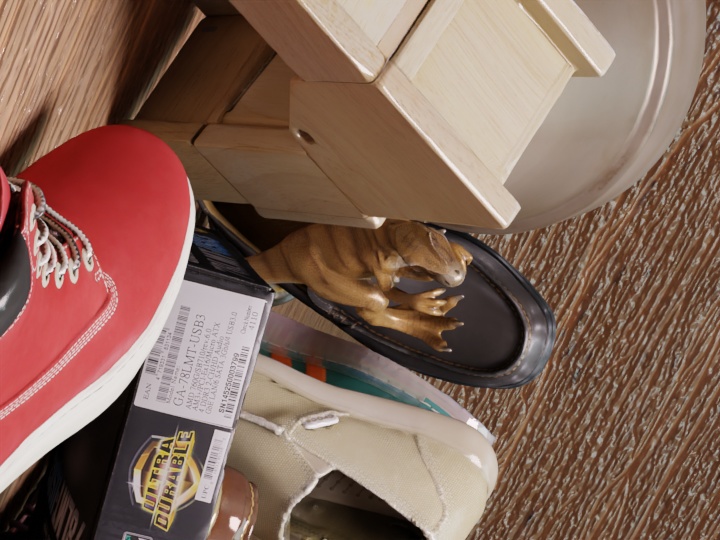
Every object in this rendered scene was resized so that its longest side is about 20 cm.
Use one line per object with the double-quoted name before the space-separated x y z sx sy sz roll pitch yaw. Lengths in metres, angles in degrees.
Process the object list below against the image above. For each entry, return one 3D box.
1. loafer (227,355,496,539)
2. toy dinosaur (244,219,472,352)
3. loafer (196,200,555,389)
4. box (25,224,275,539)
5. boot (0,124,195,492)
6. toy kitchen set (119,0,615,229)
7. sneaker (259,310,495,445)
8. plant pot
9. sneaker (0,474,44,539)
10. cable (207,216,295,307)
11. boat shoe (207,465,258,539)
"loafer" -0.039 0.087 1.153 0.068 0.199 0.076 -80 180 -46
"toy dinosaur" -0.013 -0.005 1.131 0.200 0.106 0.061 -12 -117 48
"loafer" 0.000 0.000 1.223 0.072 0.200 0.073 12 101 -60
"box" -0.093 0.083 1.026 0.200 0.050 0.199 -141 -112 -77
"boot" -0.099 -0.010 0.777 0.200 0.072 0.144 -54 170 -43
"toy kitchen set" -0.020 -0.135 0.923 0.200 0.180 0.163 6 -123 51
"sneaker" -0.033 0.069 1.248 0.080 0.200 0.071 -64 155 -10
"plant pot" 0.028 -0.101 1.135 0.173 0.200 0.200 -23 144 -57
"sneaker" -0.139 0.132 1.206 0.200 0.076 0.116 -59 172 -33
"cable" -0.078 0.009 1.391 0.050 0.097 0.200 -25 -178 -22
"boat shoe" -0.079 0.154 1.139 0.072 0.067 0.200 -86 -162 -45
